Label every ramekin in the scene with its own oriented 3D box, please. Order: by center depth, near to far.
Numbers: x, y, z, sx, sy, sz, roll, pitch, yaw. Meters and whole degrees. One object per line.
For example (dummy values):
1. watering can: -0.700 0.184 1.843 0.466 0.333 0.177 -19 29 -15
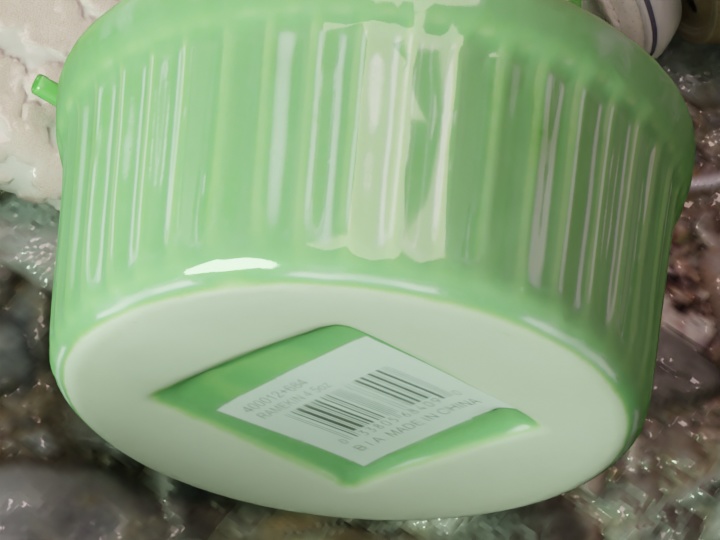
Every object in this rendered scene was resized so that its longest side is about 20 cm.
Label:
1. ramekin: 0.000 0.000 0.743 0.200 0.200 0.098 8 63 -6

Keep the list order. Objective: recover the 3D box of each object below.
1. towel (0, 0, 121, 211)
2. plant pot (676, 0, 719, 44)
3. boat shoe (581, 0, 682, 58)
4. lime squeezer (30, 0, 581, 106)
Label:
1. towel: -0.149 -0.133 0.845 0.200 0.032 0.191 20 71 -14
2. plant pot: 0.196 -0.167 0.917 0.200 0.187 0.188 -23 63 -9
3. boat shoe: 0.031 -0.138 0.887 0.200 0.071 0.070 47 56 -12
4. lime squeezer: -0.011 -0.047 0.845 0.200 0.071 0.038 -10 29 -18
